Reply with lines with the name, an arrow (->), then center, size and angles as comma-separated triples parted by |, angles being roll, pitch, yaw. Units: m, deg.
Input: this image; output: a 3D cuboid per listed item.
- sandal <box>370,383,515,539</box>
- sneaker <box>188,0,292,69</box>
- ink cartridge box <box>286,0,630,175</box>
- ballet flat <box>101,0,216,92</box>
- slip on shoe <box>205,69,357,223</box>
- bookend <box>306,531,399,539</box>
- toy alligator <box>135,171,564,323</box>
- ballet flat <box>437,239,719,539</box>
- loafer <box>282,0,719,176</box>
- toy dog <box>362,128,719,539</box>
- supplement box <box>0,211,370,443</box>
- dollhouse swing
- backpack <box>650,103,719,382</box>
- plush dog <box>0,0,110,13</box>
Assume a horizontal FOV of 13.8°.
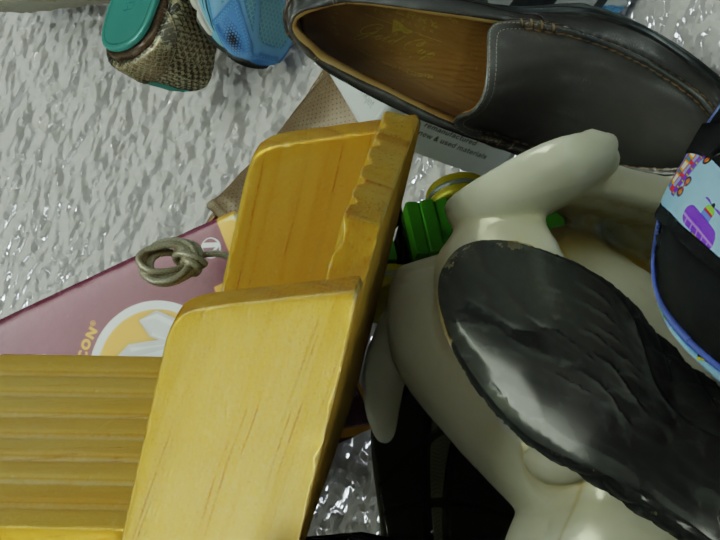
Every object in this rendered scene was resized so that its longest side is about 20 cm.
sandal -> 0.044, 0.111, 1.286 | 0.080, 0.057, 0.202 | 1, 80, 8
sneaker -> -0.022, -0.192, 1.474 | 0.090, 0.078, 0.200 | 30, 106, 40
ink cartridge box -> 0.061, -0.169, 1.358 | 0.200, 0.083, 0.146 | -53, 42, 23
ballet flat -> -0.081, -0.186, 1.541 | 0.068, 0.075, 0.201 | -3, 71, 46
slip on shoe -> -0.043, -0.024, 1.446 | 0.200, 0.061, 0.076 | -60, 40, 16
bookend -> -0.058, 0.162, 1.157 | 0.199, 0.199, 0.092 | 179, 88, -72
toy alligator -> 0.000, 0.000, 1.324 | 0.054, 0.199, 0.059 | 92, 169, -52
ballet flat -> 0.105, 0.059, 1.097 | 0.200, 0.057, 0.066 | 39, 85, 21
loafer -> 0.060, -0.079, 1.262 | 0.200, 0.072, 0.073 | 16, 111, 12
toy dog -> 0.086, 0.070, 1.188 | 0.194, 0.139, 0.200 | -24, 69, 22
supplement box -> -0.110, 0.062, 1.392 | 0.200, 0.086, 0.111 | -24, 81, 15
dollhouse swing -> -0.087, 0.021, 1.187 | 0.200, 0.175, 0.182 | -68, -8, -66
backpack -> 0.210, -0.005, 1.064 | 0.200, 0.134, 0.183 | 37, 96, 48
plush dog -> -0.159, -0.233, 1.604 | 0.160, 0.200, 0.172 | 2, 87, 17
